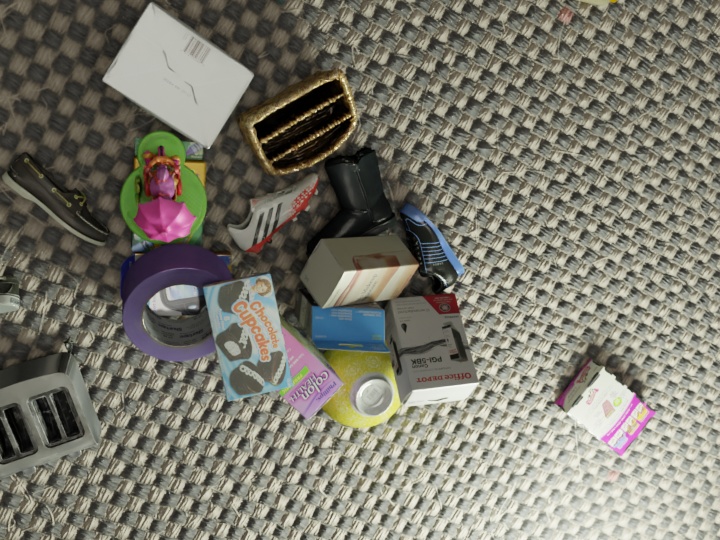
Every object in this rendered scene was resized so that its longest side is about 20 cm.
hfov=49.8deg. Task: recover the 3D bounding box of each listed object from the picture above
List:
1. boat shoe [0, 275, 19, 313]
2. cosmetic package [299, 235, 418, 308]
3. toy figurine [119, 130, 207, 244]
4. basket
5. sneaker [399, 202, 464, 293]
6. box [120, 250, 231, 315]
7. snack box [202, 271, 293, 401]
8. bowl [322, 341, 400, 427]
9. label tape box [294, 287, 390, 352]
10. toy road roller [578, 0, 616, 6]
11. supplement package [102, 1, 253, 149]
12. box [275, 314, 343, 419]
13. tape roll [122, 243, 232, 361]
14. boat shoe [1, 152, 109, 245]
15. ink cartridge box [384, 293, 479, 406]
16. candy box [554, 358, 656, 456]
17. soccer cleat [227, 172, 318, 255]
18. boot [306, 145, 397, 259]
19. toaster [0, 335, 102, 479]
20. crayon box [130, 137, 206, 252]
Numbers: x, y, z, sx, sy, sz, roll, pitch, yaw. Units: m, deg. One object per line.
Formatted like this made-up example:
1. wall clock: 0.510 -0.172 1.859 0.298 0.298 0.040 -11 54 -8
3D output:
1. boat shoe: -0.689 0.045 1.333 0.199 0.071 0.064 -5 72 -8
2. cosmetic package: 0.000 0.000 1.454 0.200 0.087 0.103 -6 140 -43
3. toy figurine: -0.322 -0.125 1.281 0.150 0.184 0.201 -2 103 -16
4. basket: -0.103 -0.256 1.390 0.200 0.149 0.143 -31 110 -9
5. sneaker: 0.129 -0.041 1.554 0.078 0.070 0.200 -43 112 -10
6. box: -0.342 0.023 1.442 0.199 0.041 0.119 -1 104 -19
7. snack box: -0.191 0.112 1.323 0.116 0.037 0.201 -12 97 -8
8. bowl: 0.014 0.237 1.565 0.200 0.108 0.201 -4 104 -17
9. label tape box: -0.034 0.090 1.465 0.144 0.200 0.063 4 102 -18
10. toy road roller: 0.468 -0.635 1.506 0.123 0.146 0.200 6 138 -18
11. supplement package: -0.306 -0.320 1.286 0.191 0.200 0.147 33 92 -22
12. box: -0.151 0.155 1.458 0.097 0.176 0.200 -46 112 -3
13. tape roll: -0.320 0.058 1.376 0.199 0.085 0.200 -9 125 -12
14. boat shoe: -0.514 -0.121 1.338 0.201 0.072 0.061 39 94 -19
15. ink cartridge box: 0.136 0.155 1.537 0.146 0.083 0.200 -5 62 -16
16. candy box: 0.561 0.314 1.774 0.200 0.061 0.136 39 90 -22
17. soccer cleat: -0.162 -0.119 1.449 0.200 0.069 0.085 -44 115 2
18. boot: -0.039 -0.130 1.478 0.200 0.076 0.168 -26 110 -12
19. toaster: -0.577 0.250 1.382 0.180 0.119 0.200 -18 107 -13
20. crayon box: -0.346 -0.134 1.397 0.125 0.052 0.201 1 102 -17
